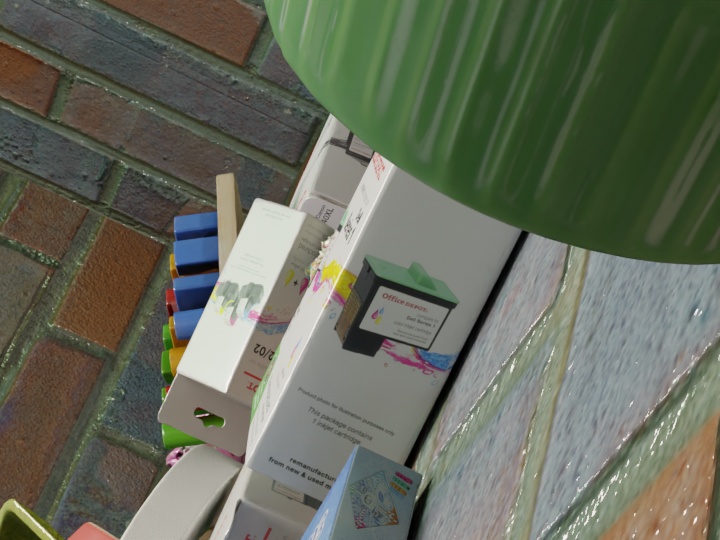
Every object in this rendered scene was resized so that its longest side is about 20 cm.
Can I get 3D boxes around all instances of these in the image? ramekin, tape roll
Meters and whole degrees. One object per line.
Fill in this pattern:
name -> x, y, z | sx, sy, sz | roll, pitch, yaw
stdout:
ramekin -> 0.069, -0.091, 0.465 | 0.200, 0.200, 0.098 | -73, 2, -55
tape roll -> -0.138, 0.214, 1.182 | 0.203, 0.037, 0.203 | -61, -9, -16

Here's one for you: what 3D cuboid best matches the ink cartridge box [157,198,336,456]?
ink cartridge box -> -0.071, 0.057, 1.429 | 0.068, 0.115, 0.200 | 19, 82, 43

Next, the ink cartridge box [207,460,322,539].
ink cartridge box -> -0.063, 0.182, 1.069 | 0.200, 0.067, 0.117 | -75, 11, -78

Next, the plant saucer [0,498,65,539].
plant saucer -> -0.160, 0.260, 0.978 | 0.200, 0.048, 0.200 | 31, 107, 42

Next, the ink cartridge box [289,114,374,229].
ink cartridge box -> -0.019, -0.066, 1.673 | 0.200, 0.083, 0.145 | -74, 10, -50

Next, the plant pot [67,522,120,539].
plant pot -> -0.216, 0.316, 1.413 | 0.177, 0.200, 0.200 | -55, 3, -13

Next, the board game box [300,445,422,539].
board game box -> -0.041, 0.222, 0.864 | 0.199, 0.043, 0.200 | -71, 7, -53

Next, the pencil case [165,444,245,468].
pencil case -> -0.135, 0.137, 1.881 | 0.200, 0.083, 0.087 | -65, 5, -10

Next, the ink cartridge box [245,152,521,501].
ink cartridge box -> 0.013, 0.023, 1.005 | 0.200, 0.084, 0.145 | -64, 6, 9

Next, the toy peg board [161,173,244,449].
toy peg board -> -0.143, 0.054, 1.581 | 0.200, 0.098, 0.199 | -98, 0, -50

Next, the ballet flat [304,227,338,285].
ballet flat -> 0.000, 0.000, 1.315 | 0.064, 0.076, 0.200 | -46, 15, 16
